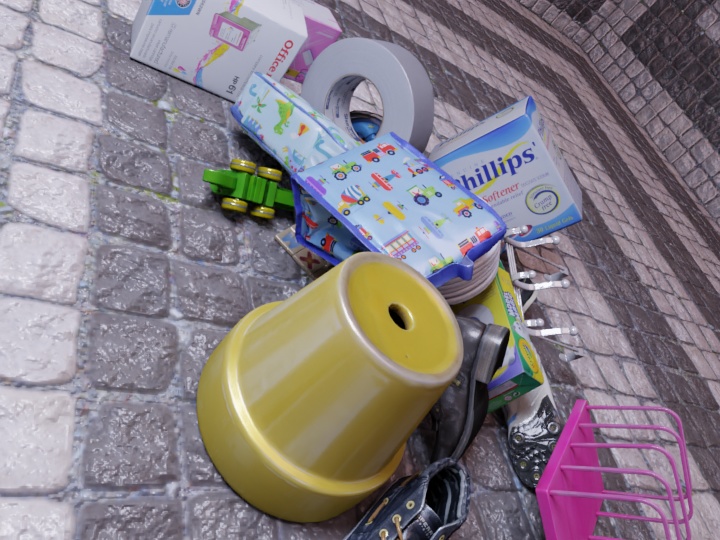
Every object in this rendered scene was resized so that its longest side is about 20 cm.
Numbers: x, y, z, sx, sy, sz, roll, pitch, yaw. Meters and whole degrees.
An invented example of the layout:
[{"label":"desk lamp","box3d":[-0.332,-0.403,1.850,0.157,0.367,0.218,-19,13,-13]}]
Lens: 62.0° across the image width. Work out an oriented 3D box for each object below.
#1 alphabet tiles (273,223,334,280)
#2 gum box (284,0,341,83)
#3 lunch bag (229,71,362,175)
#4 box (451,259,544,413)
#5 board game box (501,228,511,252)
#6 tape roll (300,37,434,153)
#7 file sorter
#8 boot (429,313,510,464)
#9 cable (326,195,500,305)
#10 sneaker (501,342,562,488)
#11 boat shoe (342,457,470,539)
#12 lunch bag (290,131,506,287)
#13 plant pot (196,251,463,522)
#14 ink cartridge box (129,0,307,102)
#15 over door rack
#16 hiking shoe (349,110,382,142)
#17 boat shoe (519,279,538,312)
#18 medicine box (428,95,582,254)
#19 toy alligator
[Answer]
[{"label":"alphabet tiles","box3d":[0.000,0.000,0.799,0.200,0.008,0.167,46,35,4]},{"label":"gum box","box3d":[-0.145,-0.388,0.963,0.200,0.114,0.066,4,51,-43]},{"label":"lunch bag","box3d":[-0.063,-0.169,0.801,0.200,0.083,0.161,43,16,21]},{"label":"box","box3d":[0.151,0.078,0.769,0.048,0.117,0.200,31,35,-31]},{"label":"board game box","box3d":[0.129,-0.049,0.890,0.135,0.035,0.200,24,26,26]},{"label":"tape roll","box3d":[0.007,-0.232,0.877,0.200,0.200,0.066,52,36,11]},{"label":"file sorter","box3d":[0.298,0.256,0.679,0.200,0.125,0.139,-30,109,-54]},{"label":"boot","box3d":[0.058,0.109,0.663,0.174,0.200,0.069,21,12,22]},{"label":"cable","box3d":[0.076,-0.040,0.751,0.200,0.069,0.200,19,45,21]},{"label":"sneaker","box3d":[0.217,0.181,0.780,0.073,0.072,0.200,67,17,-55]},{"label":"boat shoe","box3d":[0.027,0.236,0.509,0.071,0.091,0.200,45,35,2]},{"label":"lunch bag","box3d":[0.046,-0.052,0.641,0.150,0.094,0.200,-30,49,-30]},{"label":"plant pot","box3d":[-0.016,0.090,0.534,0.200,0.189,0.201,27,38,-23]},{"label":"ink cartridge box","box3d":[-0.194,-0.330,0.828,0.200,0.145,0.085,15,44,-33]},{"label":"over door rack","box3d":[0.274,0.034,0.854,0.200,0.067,0.148,28,52,-48]},{"label":"hiking shoe","box3d":[0.046,-0.184,0.975,0.200,0.074,0.087,34,36,-13]},{"label":"boat shoe","box3d":[0.215,0.045,0.907,0.068,0.072,0.200,51,38,4]},{"label":"medicine box","box3d":[0.238,-0.148,0.987,0.200,0.182,0.103,54,32,-19]},{"label":"toy alligator","box3d":[-0.119,-0.096,0.748,0.054,0.059,0.200,14,3,43]}]
